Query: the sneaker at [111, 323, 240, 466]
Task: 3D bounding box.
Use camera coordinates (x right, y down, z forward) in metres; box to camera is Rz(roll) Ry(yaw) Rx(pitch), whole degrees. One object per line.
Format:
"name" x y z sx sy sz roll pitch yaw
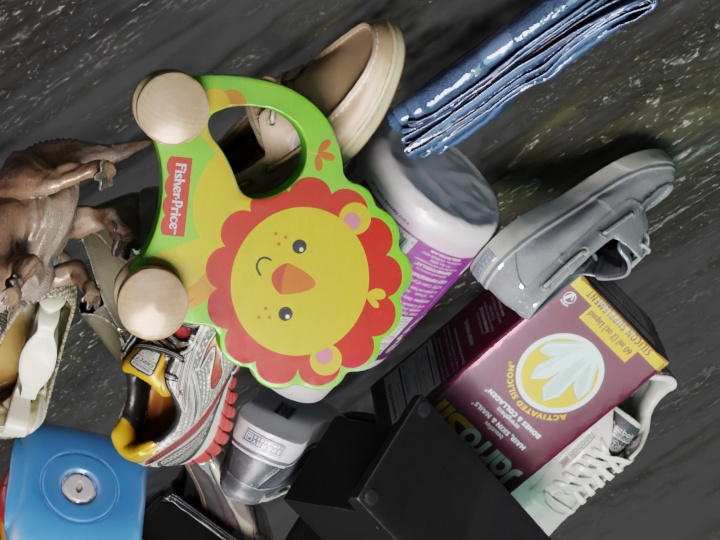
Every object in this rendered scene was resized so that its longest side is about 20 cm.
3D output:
"sneaker" -0.115 0.049 1.390 0.082 0.078 0.201 -8 119 -51

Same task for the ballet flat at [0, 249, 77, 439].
"ballet flat" -0.245 0.071 1.471 0.068 0.075 0.200 4 132 -24

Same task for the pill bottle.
"pill bottle" 0.000 0.000 1.449 0.112 0.112 0.200 22 124 -32

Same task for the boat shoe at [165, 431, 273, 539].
"boat shoe" -0.120 0.195 1.626 0.073 0.075 0.200 -18 134 1

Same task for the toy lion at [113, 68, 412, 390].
"toy lion" -0.060 -0.024 1.328 0.191 0.069 0.201 5 96 -10

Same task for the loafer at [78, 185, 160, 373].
"loafer" -0.164 0.022 1.460 0.069 0.075 0.200 0 128 2

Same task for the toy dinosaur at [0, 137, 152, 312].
"toy dinosaur" -0.230 -0.032 1.366 0.200 0.135 0.086 -58 144 -15

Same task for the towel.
"towel" 0.112 -0.146 1.351 0.200 0.112 0.049 -36 95 16

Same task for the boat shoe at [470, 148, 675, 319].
"boat shoe" 0.165 -0.021 1.451 0.201 0.072 0.070 -29 163 -36

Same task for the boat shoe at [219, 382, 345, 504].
"boat shoe" -0.062 0.132 1.513 0.072 0.200 0.068 27 100 4

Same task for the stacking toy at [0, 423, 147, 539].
"stacking toy" -0.245 0.216 1.607 0.109 0.116 0.200 12 143 -15

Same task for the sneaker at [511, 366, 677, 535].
"sneaker" 0.170 0.145 1.608 0.076 0.080 0.200 32 90 -40

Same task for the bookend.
"bookend" 0.012 0.181 1.502 0.200 0.092 0.199 1 141 49

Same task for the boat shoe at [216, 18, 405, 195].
"boat shoe" -0.046 -0.098 1.372 0.064 0.071 0.200 22 124 -33

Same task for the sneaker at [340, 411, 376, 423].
"sneaker" 0.040 0.178 1.669 0.200 0.075 0.116 17 135 -22

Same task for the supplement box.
"supplement box" 0.118 0.080 1.547 0.200 0.086 0.110 -42 112 14

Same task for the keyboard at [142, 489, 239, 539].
"keyboard" -0.101 0.249 1.613 0.200 0.040 0.104 40 121 -10
